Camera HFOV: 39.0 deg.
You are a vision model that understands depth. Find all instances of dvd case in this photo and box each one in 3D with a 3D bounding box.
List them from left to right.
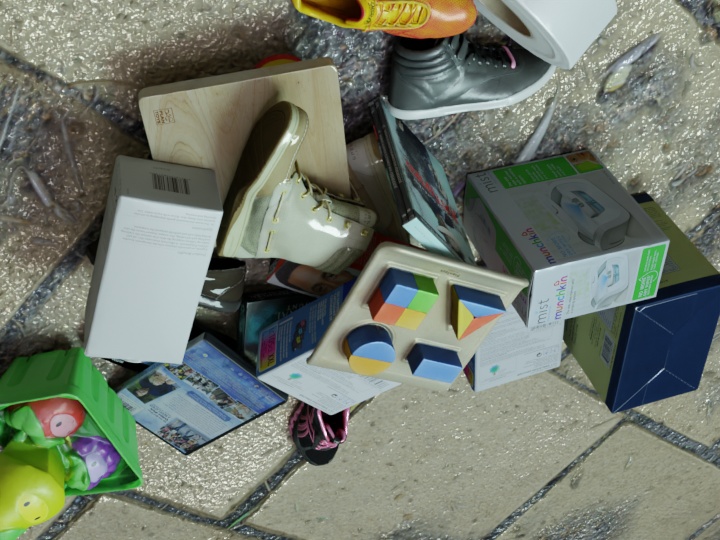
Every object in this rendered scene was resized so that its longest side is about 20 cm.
[{"bbox_3d":[-0.207,0.160,1.279,0.200,0.018,0.143,-31,123,31],"label":"dvd case"},{"bbox_3d":[0.071,-0.085,1.127,0.022,0.201,0.146,-30,135,19],"label":"dvd case"}]

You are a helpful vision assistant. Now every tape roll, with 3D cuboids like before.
[{"bbox_3d":[0.148,-0.285,0.981,0.071,0.203,0.202,-49,131,8],"label":"tape roll"}]

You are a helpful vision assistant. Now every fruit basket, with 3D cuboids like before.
[{"bbox_3d":[-0.364,0.222,1.200,0.155,0.216,0.216,-10,136,12],"label":"fruit basket"}]

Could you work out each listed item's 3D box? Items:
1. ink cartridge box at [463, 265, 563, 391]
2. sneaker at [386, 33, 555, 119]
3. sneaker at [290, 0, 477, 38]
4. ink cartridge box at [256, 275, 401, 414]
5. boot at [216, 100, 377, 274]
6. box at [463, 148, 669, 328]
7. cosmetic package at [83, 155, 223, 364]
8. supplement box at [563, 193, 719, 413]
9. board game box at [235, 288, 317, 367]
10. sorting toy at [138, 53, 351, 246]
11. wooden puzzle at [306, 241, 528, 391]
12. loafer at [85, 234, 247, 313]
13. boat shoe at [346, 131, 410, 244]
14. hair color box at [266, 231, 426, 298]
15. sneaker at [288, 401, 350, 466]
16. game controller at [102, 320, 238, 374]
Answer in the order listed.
[{"bbox_3d":[0.205,0.058,1.387,0.136,0.076,0.201,-16,135,-11],"label":"ink cartridge box"},{"bbox_3d":[0.123,-0.232,1.110,0.199,0.071,0.099,-14,138,-7],"label":"sneaker"},{"bbox_3d":[0.022,-0.261,1.017,0.199,0.077,0.073,5,131,-13],"label":"sneaker"},{"bbox_3d":[-0.007,0.088,1.211,0.199,0.077,0.136,-27,137,33],"label":"ink cartridge box"},{"bbox_3d":[-0.051,-0.078,1.050,0.154,0.072,0.200,12,133,-21],"label":"boot"},{"bbox_3d":[0.242,-0.042,1.241,0.176,0.200,0.097,-11,132,-13],"label":"box"},{"bbox_3d":[-0.218,-0.006,1.052,0.107,0.085,0.201,9,123,-22],"label":"cosmetic package"},{"bbox_3d":[0.361,0.041,1.364,0.134,0.200,0.201,-13,133,-13],"label":"supplement box"},{"bbox_3d":[-0.062,0.082,1.304,0.199,0.028,0.136,-7,119,-26],"label":"board game box"},{"bbox_3d":[-0.118,-0.133,1.082,0.198,0.070,0.201,-11,132,-5],"label":"sorting toy"},{"bbox_3d":[0.063,0.065,1.101,0.184,0.046,0.200,14,130,-27],"label":"wooden puzzle"},{"bbox_3d":[-0.217,-0.011,1.166,0.199,0.073,0.072,16,109,-37],"label":"loafer"},{"bbox_3d":[0.015,-0.080,1.205,0.069,0.074,0.200,-13,136,7],"label":"boat shoe"},{"bbox_3d":[0.000,0.000,1.211,0.199,0.062,0.102,19,150,-18],"label":"hair color box"},{"bbox_3d":[-0.048,0.217,1.414,0.079,0.096,0.201,-10,133,-18],"label":"sneaker"},{"bbox_3d":[-0.239,0.098,1.262,0.200,0.042,0.104,30,113,-38],"label":"game controller"}]
